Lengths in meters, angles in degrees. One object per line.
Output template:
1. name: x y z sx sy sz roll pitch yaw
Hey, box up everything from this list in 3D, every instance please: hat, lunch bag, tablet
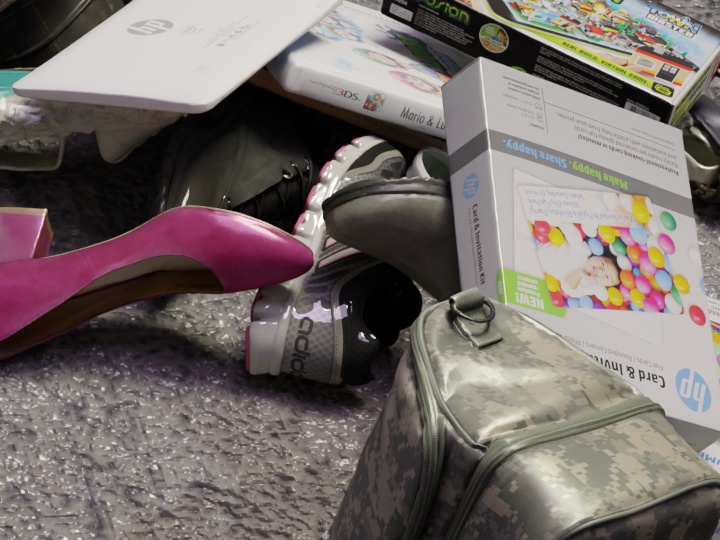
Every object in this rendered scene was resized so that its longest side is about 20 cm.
1. hat: -0.192 -0.162 1.833 0.081 0.200 0.201 55 37 -15
2. lunch bag: 0.065 0.130 1.472 0.139 0.201 0.168 -13 49 -36
3. tablet: -0.105 -0.137 1.728 0.129 0.014 0.200 6 26 23

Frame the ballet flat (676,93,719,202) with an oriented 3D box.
1. ballet flat: 0.183 -0.107 1.920 0.200 0.073 0.073 39 43 25

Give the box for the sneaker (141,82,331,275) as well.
1. sneaker: -0.073 -0.054 1.760 0.090 0.076 0.200 23 39 4

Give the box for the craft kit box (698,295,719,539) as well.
1. craft kit box: 0.252 0.111 1.685 0.199 0.049 0.198 20 40 5

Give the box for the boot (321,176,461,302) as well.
1. boot: 0.068 0.030 1.645 0.199 0.068 0.131 16 64 -24

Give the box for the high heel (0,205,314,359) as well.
1. high heel: -0.128 0.015 1.630 0.199 0.067 0.096 5 62 4

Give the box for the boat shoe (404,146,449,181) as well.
1. boat shoe: 0.092 0.000 1.751 0.200 0.067 0.073 35 42 24

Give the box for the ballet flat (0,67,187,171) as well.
1. ballet flat: -0.173 -0.095 1.751 0.199 0.072 0.072 -5 37 6

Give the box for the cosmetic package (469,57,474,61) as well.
1. cosmetic package: 0.111 -0.117 1.895 0.050 0.083 0.200 2 40 -21

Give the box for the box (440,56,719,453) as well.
1. box: 0.123 -0.007 1.628 0.155 0.041 0.201 17 55 -32

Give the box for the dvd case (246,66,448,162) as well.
1. dvd case: -0.033 -0.131 1.855 0.199 0.016 0.149 21 17 -5

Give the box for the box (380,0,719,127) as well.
1. box: 0.124 -0.156 1.852 0.199 0.035 0.110 26 37 12

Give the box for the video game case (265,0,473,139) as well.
1. video game case: 0.007 -0.133 1.845 0.181 0.024 0.200 16 18 -25

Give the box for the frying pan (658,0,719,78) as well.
1. frying pan: 0.193 -0.192 2.060 0.189 0.031 0.115 29 39 11

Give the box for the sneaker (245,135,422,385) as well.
1. sneaker: 0.000 0.000 1.716 0.087 0.074 0.200 20 42 7
